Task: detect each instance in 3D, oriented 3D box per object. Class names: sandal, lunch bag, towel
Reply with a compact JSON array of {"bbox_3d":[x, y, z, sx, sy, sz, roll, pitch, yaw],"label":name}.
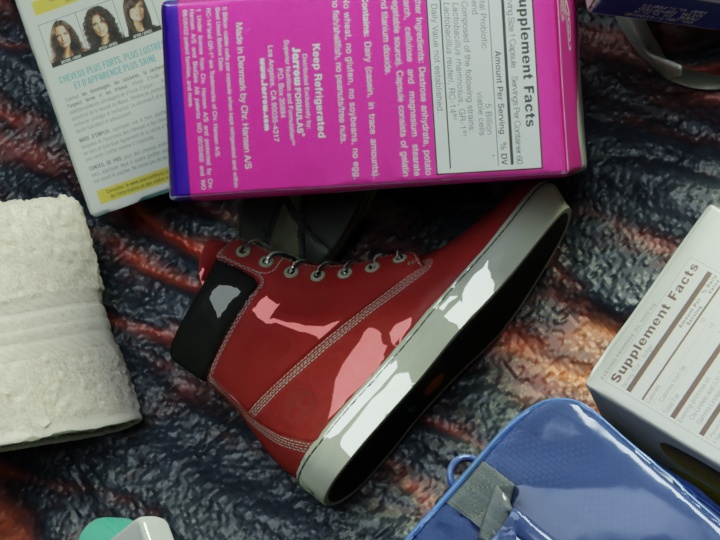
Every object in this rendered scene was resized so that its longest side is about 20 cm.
[{"bbox_3d":[0.005,-0.086,1.456,0.080,0.057,0.201,39,96,15],"label":"sandal"},{"bbox_3d":[0.113,0.155,1.277,0.200,0.132,0.136,38,81,25],"label":"lunch bag"},{"bbox_3d":[-0.209,0.030,1.394,0.034,0.199,0.133,-29,74,49],"label":"towel"}]

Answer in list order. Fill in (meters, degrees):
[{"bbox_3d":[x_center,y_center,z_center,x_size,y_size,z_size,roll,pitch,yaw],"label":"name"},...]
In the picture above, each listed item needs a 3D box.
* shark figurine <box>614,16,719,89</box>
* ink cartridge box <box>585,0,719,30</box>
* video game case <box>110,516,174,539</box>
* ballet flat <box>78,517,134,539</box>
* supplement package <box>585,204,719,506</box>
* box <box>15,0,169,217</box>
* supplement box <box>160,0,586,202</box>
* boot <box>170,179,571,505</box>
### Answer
[{"bbox_3d":[0.154,-0.197,1.444,0.127,0.090,0.216,12,69,21],"label":"shark figurine"},{"bbox_3d":[0.201,-0.214,1.407,0.195,0.043,0.201,6,64,-19],"label":"ink cartridge box"},{"bbox_3d":[-0.127,0.250,1.321,0.182,0.023,0.201,-39,59,29],"label":"video game case"},{"bbox_3d":[-0.078,0.193,1.346,0.067,0.071,0.201,-11,60,-31],"label":"ballet flat"},{"bbox_3d":[0.223,0.078,1.290,0.199,0.114,0.110,31,78,26],"label":"supplement package"},{"bbox_3d":[-0.134,-0.137,1.462,0.082,0.049,0.201,-17,95,13],"label":"box"},{"bbox_3d":[0.009,-0.091,1.370,0.199,0.101,0.104,-2,93,9],"label":"supplement box"},{"bbox_3d":[0.000,0.000,1.402,0.200,0.072,0.144,-46,71,-3],"label":"boot"}]
